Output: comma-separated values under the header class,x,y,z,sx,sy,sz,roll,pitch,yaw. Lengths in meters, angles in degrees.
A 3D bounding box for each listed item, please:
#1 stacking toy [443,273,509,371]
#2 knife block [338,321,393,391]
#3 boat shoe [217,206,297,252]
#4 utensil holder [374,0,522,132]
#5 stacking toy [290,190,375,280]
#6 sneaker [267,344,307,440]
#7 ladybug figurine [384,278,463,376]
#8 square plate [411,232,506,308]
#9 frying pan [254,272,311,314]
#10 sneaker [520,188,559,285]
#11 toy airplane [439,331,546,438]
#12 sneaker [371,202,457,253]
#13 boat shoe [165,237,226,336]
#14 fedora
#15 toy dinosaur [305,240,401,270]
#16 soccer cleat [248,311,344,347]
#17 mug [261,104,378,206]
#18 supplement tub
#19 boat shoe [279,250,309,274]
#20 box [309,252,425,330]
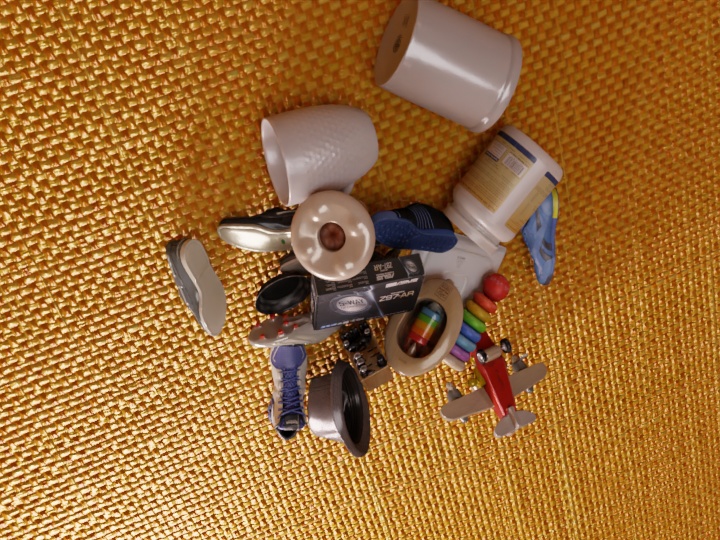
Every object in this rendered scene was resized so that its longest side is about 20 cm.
class,x,y,z,sx,sy,sz,roll,pitch,yaw
stacking toy,0.221,0.092,1.610,0.084,0.085,0.202,31,96,-26
knife block,0.021,0.183,1.562,0.063,0.176,0.203,-26,119,-2
boat shoe,-0.156,-0.077,1.463,0.194,0.069,0.073,0,144,-2
utensil holder,0.142,-0.344,1.367,0.196,0.171,0.173,17,108,-20
stacking toy,-0.029,-0.078,1.407,0.142,0.200,0.150,3,106,12
sneaker,-0.132,0.243,1.578,0.078,0.115,0.204,-1,114,-16
ladybug figurine,0.125,0.108,1.566,0.134,0.072,0.202,34,89,18
square plate,0.175,0.026,1.621,0.195,0.029,0.202,14,109,-22
frying pan,-0.112,0.022,1.506,0.187,0.031,0.115,-32,150,6
sneaker,0.345,-0.066,1.614,0.076,0.066,0.205,-4,115,-1
toy airplane,0.273,0.243,1.684,0.197,0.141,0.203,27,76,-15
sneaker,0.090,-0.086,1.496,0.197,0.079,0.070,12,134,-38
boat shoe,-0.296,0.029,1.477,0.060,0.073,0.204,7,129,28
fedora,-0.050,0.272,1.602,0.088,0.181,0.201,-9,145,15
toy dinosaur,0.000,0.000,1.490,0.195,0.078,0.103,-18,147,-13
soccer cleat,-0.115,0.115,1.550,0.195,0.070,0.079,-18,130,-15
mug,-0.064,-0.186,1.399,0.171,0.149,0.203,-17,139,-16
supplement tub,0.258,-0.146,1.502,0.143,0.145,0.201,35,101,-27
boat shoe,-0.059,-0.047,1.511,0.195,0.058,0.067,-18,153,-4
box,0.008,0.040,1.460,0.195,0.045,0.161,-11,156,-11
